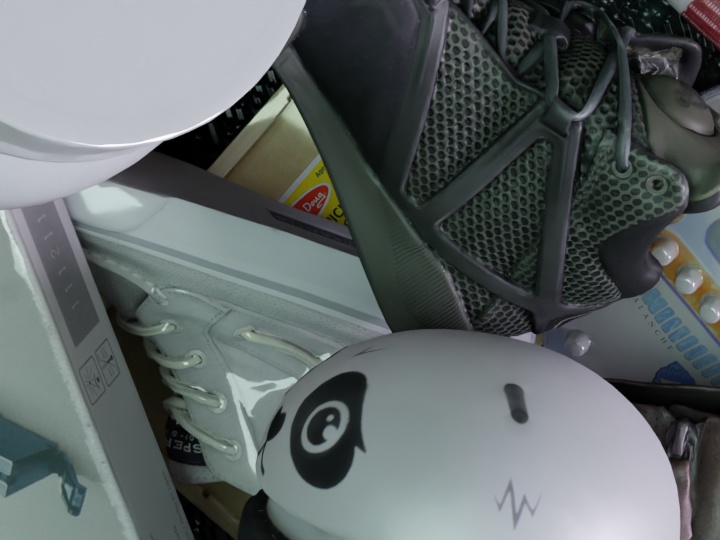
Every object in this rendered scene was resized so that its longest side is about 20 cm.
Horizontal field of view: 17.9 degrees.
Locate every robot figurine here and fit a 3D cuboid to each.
[{"bbox_3d":[0.017,0.116,0.638,0.150,0.125,0.200,18,103,35],"label":"robot figurine"}]

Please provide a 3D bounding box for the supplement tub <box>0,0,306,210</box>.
[{"bbox_3d":[-0.117,-0.084,0.560,0.200,0.145,0.146,-2,107,52],"label":"supplement tub"}]

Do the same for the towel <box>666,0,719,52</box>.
[{"bbox_3d":[0.151,-0.135,0.731,0.200,0.023,0.144,44,112,2],"label":"towel"}]

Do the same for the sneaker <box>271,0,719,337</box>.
[{"bbox_3d":[0.036,-0.065,0.624,0.114,0.076,0.200,-12,124,21],"label":"sneaker"}]

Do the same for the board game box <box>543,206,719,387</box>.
[{"bbox_3d":[0.145,0.061,0.703,0.200,0.026,0.200,13,121,25],"label":"board game box"}]

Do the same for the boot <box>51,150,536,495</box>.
[{"bbox_3d":[-0.048,0.023,0.725,0.200,0.074,0.096,20,101,-13],"label":"boot"}]

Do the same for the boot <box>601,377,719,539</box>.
[{"bbox_3d":[0.063,0.110,0.723,0.200,0.072,0.166,3,108,20],"label":"boot"}]

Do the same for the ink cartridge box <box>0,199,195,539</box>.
[{"bbox_3d":[-0.146,0.077,0.700,0.176,0.045,0.200,-15,106,18],"label":"ink cartridge box"}]

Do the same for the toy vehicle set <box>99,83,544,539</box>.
[{"bbox_3d":[0.000,0.000,0.782,0.124,0.027,0.200,42,102,-3],"label":"toy vehicle set"}]

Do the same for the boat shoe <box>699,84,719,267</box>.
[{"bbox_3d":[0.165,0.030,0.735,0.072,0.066,0.200,-27,105,9],"label":"boat shoe"}]
